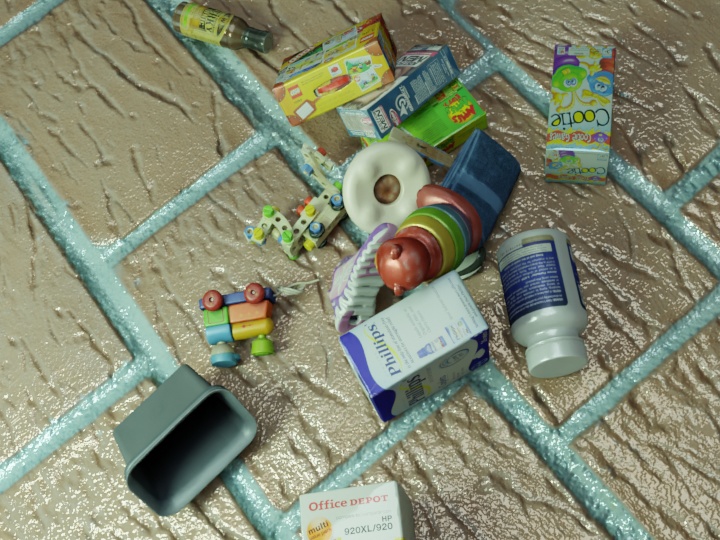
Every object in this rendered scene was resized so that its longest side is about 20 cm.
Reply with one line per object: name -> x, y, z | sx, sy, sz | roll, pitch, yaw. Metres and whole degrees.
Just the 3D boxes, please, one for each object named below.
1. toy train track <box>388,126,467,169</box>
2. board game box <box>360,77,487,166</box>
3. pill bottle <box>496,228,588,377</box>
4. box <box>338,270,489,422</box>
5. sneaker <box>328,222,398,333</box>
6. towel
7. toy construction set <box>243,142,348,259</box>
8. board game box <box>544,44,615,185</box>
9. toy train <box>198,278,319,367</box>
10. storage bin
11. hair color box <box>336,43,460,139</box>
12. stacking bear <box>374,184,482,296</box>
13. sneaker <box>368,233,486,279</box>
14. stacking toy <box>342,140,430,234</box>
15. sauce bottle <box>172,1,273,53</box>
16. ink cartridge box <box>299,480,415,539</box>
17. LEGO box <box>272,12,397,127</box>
toy train track -> 0.133, -0.179, 1.597 | 0.197, 0.033, 0.116 | 25, 58, -12
board game box -> 0.109, -0.240, 1.653 | 0.198, 0.048, 0.102 | -33, 65, -5
pill bottle -> 0.280, 0.051, 1.454 | 0.117, 0.120, 0.203 | -10, 64, 5
box -> 0.085, 0.118, 1.423 | 0.198, 0.184, 0.106 | -29, 69, -3
sneaker -> 0.000, 0.000, 1.510 | 0.079, 0.202, 0.089 | 4, 37, -33
towel -> 0.186, -0.130, 1.548 | 0.111, 0.049, 0.201 | 36, 56, -6
toy construction set -> -0.097, -0.107, 1.613 | 0.130, 0.092, 0.202 | 31, 85, 21
board game box -> 0.363, -0.257, 1.585 | 0.103, 0.103, 0.204 | 4, 67, 12
toy train -> -0.156, 0.084, 1.542 | 0.196, 0.085, 0.118 | -9, 75, 6
storage bin -> -0.274, 0.250, 1.467 | 0.200, 0.146, 0.134 | -43, 39, -10
hair color box -> 0.065, -0.307, 1.634 | 0.200, 0.061, 0.099 | -42, 29, -20
stacking bear -> 0.090, -0.033, 1.393 | 0.112, 0.124, 0.199 | 12, 27, 27
sneaker -> 0.104, -0.032, 1.545 | 0.196, 0.080, 0.075 | 6, 65, 11
stacking toy -> 0.021, -0.146, 1.565 | 0.145, 0.148, 0.200 | -32, 21, -5
sauce bottle -> -0.257, -0.453, 1.803 | 0.197, 0.065, 0.066 | 18, 70, 17
ink cartridge box -> 0.003, 0.413, 1.328 | 0.144, 0.145, 0.204 | -9, 64, 7
LEGO box -> -0.040, -0.345, 1.648 | 0.197, 0.078, 0.150 | -21, 28, 16
